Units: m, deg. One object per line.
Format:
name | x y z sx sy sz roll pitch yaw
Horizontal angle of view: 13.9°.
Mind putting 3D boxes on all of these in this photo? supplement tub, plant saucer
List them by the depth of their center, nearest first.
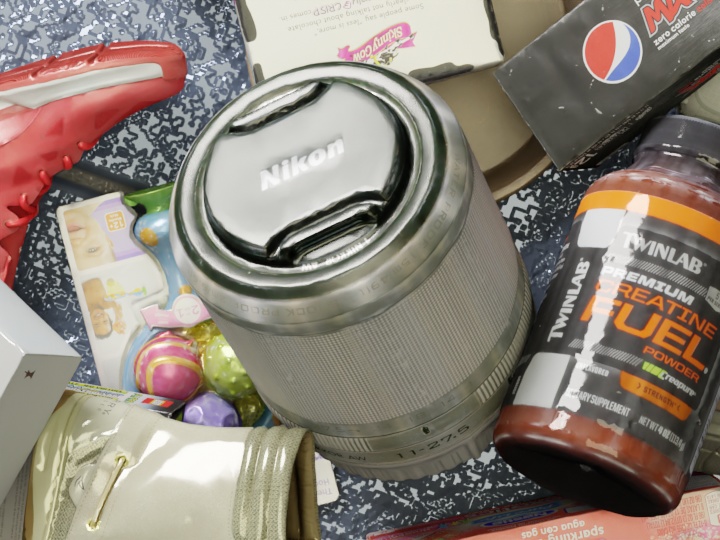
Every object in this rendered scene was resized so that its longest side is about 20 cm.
supplement tub | 0.149 0.021 1.550 0.107 0.107 0.200 22 73 -2
plant saucer | 0.035 -0.129 1.650 0.200 0.029 0.201 0 92 -2

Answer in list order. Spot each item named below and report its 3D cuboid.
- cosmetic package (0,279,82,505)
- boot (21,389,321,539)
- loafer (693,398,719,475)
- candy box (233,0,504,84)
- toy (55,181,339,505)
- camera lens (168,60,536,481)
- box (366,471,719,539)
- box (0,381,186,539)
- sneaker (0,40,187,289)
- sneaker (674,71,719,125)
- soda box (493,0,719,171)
cosmetic package | -0.252 0.084 1.576 0.151 0.052 0.200 42 111 33
boot | -0.101 0.171 1.558 0.154 0.072 0.200 7 95 14
loafer | 0.141 0.063 1.634 0.200 0.072 0.063 14 63 18
candy box | -0.011 -0.192 1.603 0.136 0.061 0.200 -13 91 -1
toy | -0.091 0.048 1.642 0.115 0.047 0.200 -14 92 1
camera lens | 0.000 0.000 1.546 0.160 0.200 0.160 -10 54 14
box | 0.110 0.176 1.625 0.200 0.103 0.095 -11 92 -2
box | -0.164 0.163 1.627 0.110 0.035 0.200 10 99 9
sneaker | -0.180 -0.053 1.633 0.200 0.078 0.116 -14 101 11
sneaker | 0.198 -0.121 1.624 0.081 0.075 0.200 -36 78 6
soda box | 0.172 -0.138 1.568 0.200 0.063 0.071 -38 78 22
